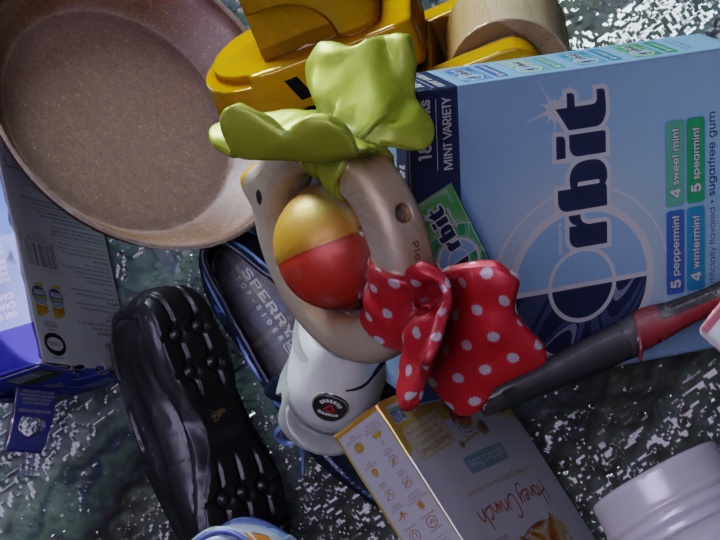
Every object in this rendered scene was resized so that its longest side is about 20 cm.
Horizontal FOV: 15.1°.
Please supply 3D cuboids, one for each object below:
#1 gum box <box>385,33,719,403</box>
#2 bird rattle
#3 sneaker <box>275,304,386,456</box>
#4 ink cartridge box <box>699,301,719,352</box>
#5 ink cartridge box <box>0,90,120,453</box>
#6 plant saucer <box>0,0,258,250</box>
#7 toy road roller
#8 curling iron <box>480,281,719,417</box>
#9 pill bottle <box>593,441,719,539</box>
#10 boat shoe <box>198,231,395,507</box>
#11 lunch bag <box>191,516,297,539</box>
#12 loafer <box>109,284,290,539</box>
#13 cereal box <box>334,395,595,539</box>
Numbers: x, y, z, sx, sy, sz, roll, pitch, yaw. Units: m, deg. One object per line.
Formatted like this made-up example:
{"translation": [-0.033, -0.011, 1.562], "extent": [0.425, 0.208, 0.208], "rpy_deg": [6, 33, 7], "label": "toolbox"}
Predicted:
{"translation": [0.108, -0.030, 1.464], "extent": [0.199, 0.045, 0.171], "rpy_deg": [-10, 109, -23], "label": "gum box"}
{"translation": [0.006, -0.015, 1.385], "extent": [0.112, 0.163, 0.201], "rpy_deg": [-33, 94, -29], "label": "bird rattle"}
{"translation": [0.000, 0.000, 1.519], "extent": [0.074, 0.089, 0.201], "rpy_deg": [11, 48, -8], "label": "sneaker"}
{"translation": [0.275, 0.017, 1.416], "extent": [0.083, 0.200, 0.145], "rpy_deg": [40, 96, 25], "label": "ink cartridge box"}
{"translation": [-0.202, 0.004, 1.590], "extent": [0.076, 0.136, 0.201], "rpy_deg": [-18, 80, 17], "label": "ink cartridge box"}
{"translation": [-0.135, -0.093, 1.576], "extent": [0.037, 0.200, 0.201], "rpy_deg": [-43, 71, 47], "label": "plant saucer"}
{"translation": [0.009, -0.132, 1.518], "extent": [0.199, 0.123, 0.147], "rpy_deg": [-20, 112, 9], "label": "toy road roller"}
{"translation": [0.154, 0.042, 1.466], "extent": [0.199, 0.026, 0.050], "rpy_deg": [-19, 116, -19], "label": "curling iron"}
{"translation": [0.205, 0.198, 1.466], "extent": [0.109, 0.109, 0.201], "rpy_deg": [-30, 78, 11], "label": "pill bottle"}
{"translation": [-0.034, 0.062, 1.570], "extent": [0.200, 0.069, 0.084], "rpy_deg": [44, 97, 15], "label": "boat shoe"}
{"translation": [-0.051, 0.242, 1.508], "extent": [0.200, 0.076, 0.161], "rpy_deg": [37, 97, 8], "label": "lunch bag"}
{"translation": [-0.095, 0.108, 1.593], "extent": [0.070, 0.068, 0.202], "rpy_deg": [-20, 88, 52], "label": "loafer"}
{"translation": [0.081, 0.152, 1.481], "extent": [0.039, 0.144, 0.200], "rpy_deg": [-38, 81, 25], "label": "cereal box"}
